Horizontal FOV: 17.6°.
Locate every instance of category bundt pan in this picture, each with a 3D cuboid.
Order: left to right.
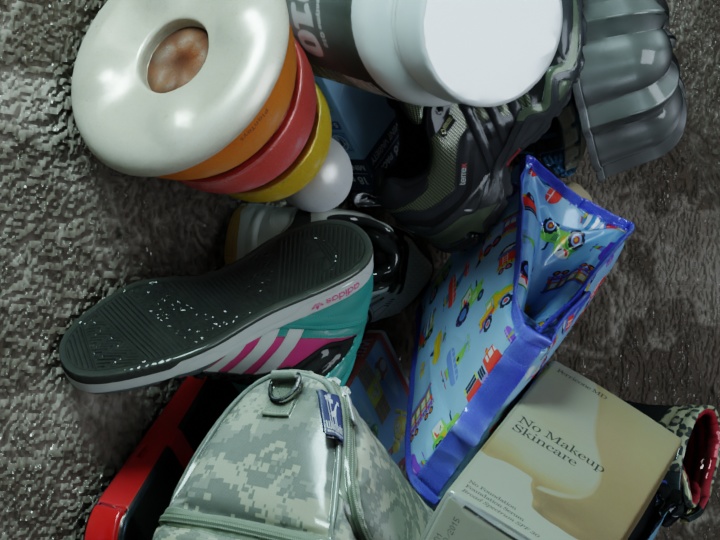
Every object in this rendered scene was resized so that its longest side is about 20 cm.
[{"bbox_3d":[0.191,-0.171,1.693,0.202,0.075,0.204,-11,90,-79],"label":"bundt pan"}]

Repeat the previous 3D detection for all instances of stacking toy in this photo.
[{"bbox_3d":[-0.067,-0.086,1.395,0.200,0.145,0.147,42,61,-51],"label":"stacking toy"}]

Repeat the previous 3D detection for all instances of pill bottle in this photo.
[{"bbox_3d":[0.025,-0.159,1.370,0.113,0.200,0.115,-7,105,-28],"label":"pill bottle"}]

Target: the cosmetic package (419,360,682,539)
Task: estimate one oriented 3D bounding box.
[{"bbox_3d":[0.114,0.142,1.403,0.071,0.105,0.200,-64,171,29],"label":"cosmetic package"}]

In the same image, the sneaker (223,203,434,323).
[{"bbox_3d":[0.000,0.000,1.528,0.199,0.087,0.076,6,87,-54],"label":"sneaker"}]

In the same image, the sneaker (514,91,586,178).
[{"bbox_3d":[0.128,-0.163,1.693,0.087,0.074,0.201,-51,131,-44],"label":"sneaker"}]

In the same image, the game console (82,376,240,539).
[{"bbox_3d":[-0.092,0.176,1.479,0.177,0.031,0.201,-59,136,-38],"label":"game console"}]

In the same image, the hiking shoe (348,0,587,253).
[{"bbox_3d":[0.071,-0.114,1.482,0.100,0.076,0.201,23,93,-33],"label":"hiking shoe"}]

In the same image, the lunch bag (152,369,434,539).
[{"bbox_3d":[-0.029,0.172,1.392,0.200,0.138,0.169,54,48,-51],"label":"lunch bag"}]

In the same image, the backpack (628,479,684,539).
[{"bbox_3d":[0.112,0.196,1.582,0.183,0.134,0.200,-58,165,12],"label":"backpack"}]

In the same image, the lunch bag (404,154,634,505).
[{"bbox_3d":[0.086,0.046,1.494,0.094,0.151,0.200,32,34,-3],"label":"lunch bag"}]

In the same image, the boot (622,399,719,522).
[{"bbox_3d":[0.170,0.176,1.709,0.073,0.153,0.205,45,59,-44],"label":"boot"}]

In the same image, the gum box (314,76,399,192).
[{"bbox_3d":[-0.001,-0.184,1.543,0.170,0.044,0.201,-56,133,-32],"label":"gum box"}]

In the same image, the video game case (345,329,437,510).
[{"bbox_3d":[-0.005,0.160,1.568,0.201,0.017,0.144,-58,135,-39],"label":"video game case"}]

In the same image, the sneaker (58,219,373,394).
[{"bbox_3d":[-0.081,0.053,1.415,0.198,0.084,0.121,-20,137,-12],"label":"sneaker"}]

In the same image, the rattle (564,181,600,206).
[{"bbox_3d":[0.099,-0.048,1.698,0.200,0.142,0.131,-43,160,-59],"label":"rattle"}]
